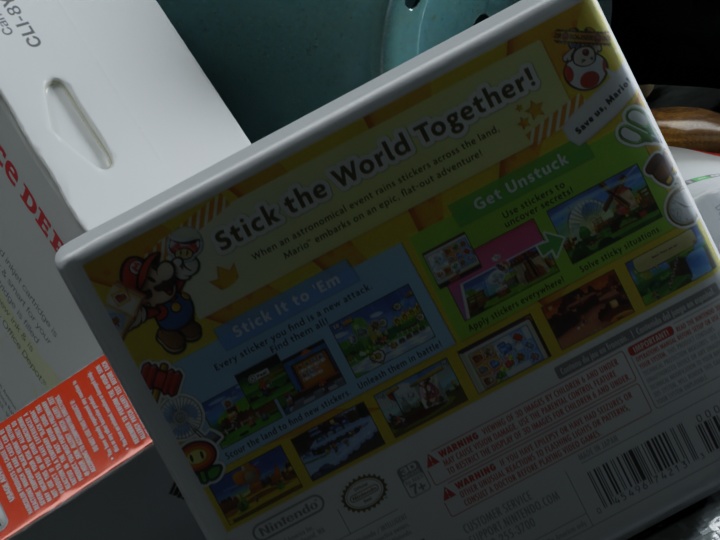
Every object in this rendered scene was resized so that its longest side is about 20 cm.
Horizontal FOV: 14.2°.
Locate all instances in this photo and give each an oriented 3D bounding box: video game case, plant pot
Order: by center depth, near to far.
[{"bbox_3d":[0.026,0.026,0.977,0.199,0.183,0.023,-28,15,0],"label":"video game case"},{"bbox_3d":[-0.007,-0.112,1.172,0.188,0.201,0.200,20,46,42],"label":"plant pot"}]

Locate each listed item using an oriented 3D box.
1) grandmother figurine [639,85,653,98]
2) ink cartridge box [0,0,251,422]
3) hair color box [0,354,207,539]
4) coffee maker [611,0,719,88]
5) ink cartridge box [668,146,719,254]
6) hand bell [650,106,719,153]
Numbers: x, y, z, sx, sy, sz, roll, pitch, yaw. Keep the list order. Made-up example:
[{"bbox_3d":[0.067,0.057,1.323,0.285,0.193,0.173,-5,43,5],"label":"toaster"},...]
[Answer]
[{"bbox_3d":[0.066,-0.130,1.411,0.121,0.200,0.061,-23,58,34],"label":"grandmother figurine"},{"bbox_3d":[-0.110,-0.001,1.126,0.083,0.145,0.200,-21,-26,-29],"label":"ink cartridge box"},{"bbox_3d":[-0.049,0.073,1.038,0.200,0.111,0.064,-33,39,0],"label":"hair color box"},{"bbox_3d":[0.183,-0.128,1.299,0.192,0.135,0.200,-35,19,-17],"label":"coffee maker"},{"bbox_3d":[0.132,-0.035,1.091,0.200,0.050,0.161,-36,14,-7],"label":"ink cartridge box"},{"bbox_3d":[0.096,-0.061,1.349,0.199,0.105,0.104,0,30,37],"label":"hand bell"}]
